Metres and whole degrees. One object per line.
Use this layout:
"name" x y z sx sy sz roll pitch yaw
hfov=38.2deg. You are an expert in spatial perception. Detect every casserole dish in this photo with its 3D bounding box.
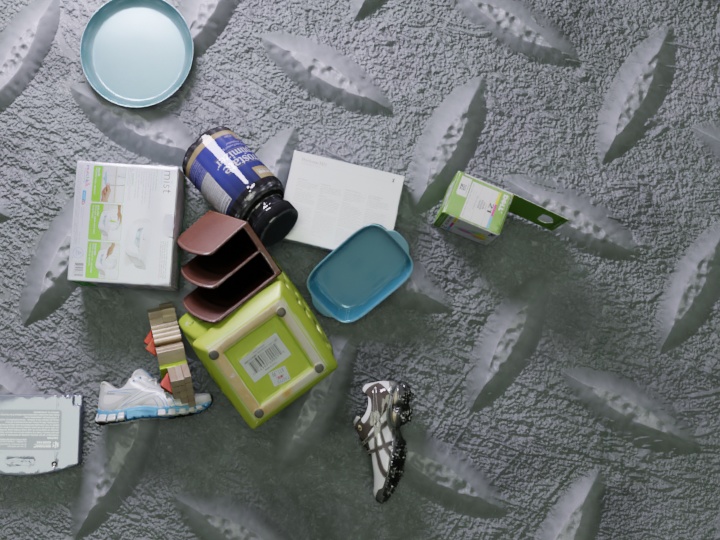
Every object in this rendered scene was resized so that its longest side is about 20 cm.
"casserole dish" 0.000 0.000 1.742 0.199 0.039 0.121 -40 105 21

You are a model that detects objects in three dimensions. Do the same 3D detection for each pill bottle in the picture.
"pill bottle" -0.197 -0.136 1.729 0.112 0.112 0.200 -43 71 -5

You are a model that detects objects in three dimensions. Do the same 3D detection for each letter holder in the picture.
"letter holder" -0.237 -0.006 1.656 0.142 0.199 0.101 -40 112 -14

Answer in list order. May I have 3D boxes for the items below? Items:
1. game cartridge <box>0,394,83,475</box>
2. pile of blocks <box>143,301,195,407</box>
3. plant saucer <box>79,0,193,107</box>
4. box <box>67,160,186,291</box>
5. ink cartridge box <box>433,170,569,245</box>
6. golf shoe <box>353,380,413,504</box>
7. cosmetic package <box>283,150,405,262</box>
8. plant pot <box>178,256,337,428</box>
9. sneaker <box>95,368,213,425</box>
"game cartridge" -0.564 0.274 1.738 0.196 0.040 0.136 1 81 -1
"pile of blocks" -0.322 0.142 1.719 0.061 0.083 0.202 -11 51 -13
"plant saucer" -0.389 -0.381 1.814 0.196 0.027 0.204 0 84 -2
"box" -0.390 -0.074 1.747 0.173 0.097 0.204 2 84 -2
"ink cartridge box" 0.232 -0.083 1.738 0.197 0.148 0.077 23 84 1
"golf shoe" 0.031 0.285 1.742 0.093 0.078 0.204 6 82 17
"cosmetic package" -0.034 -0.107 1.782 0.197 0.052 0.153 13 87 0
"plant pot" -0.159 0.120 1.666 0.199 0.181 0.200 -35 105 -4
"sneaker" -0.346 0.206 1.734 0.196 0.075 0.088 -4 77 -3
